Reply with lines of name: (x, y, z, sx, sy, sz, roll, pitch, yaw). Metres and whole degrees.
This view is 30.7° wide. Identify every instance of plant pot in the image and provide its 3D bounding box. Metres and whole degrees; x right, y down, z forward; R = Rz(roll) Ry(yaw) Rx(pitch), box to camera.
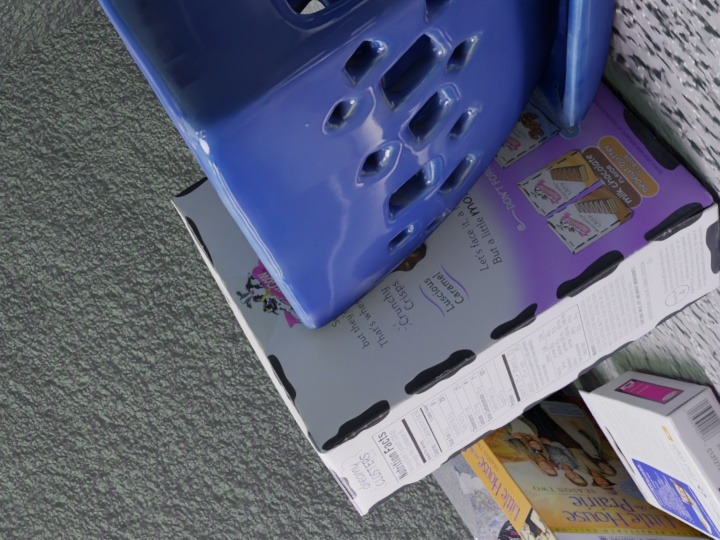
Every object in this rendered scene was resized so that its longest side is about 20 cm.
plant pot: (-0.011, -0.125, 0.510, 0.201, 0.179, 0.200, 57, 176, 21)

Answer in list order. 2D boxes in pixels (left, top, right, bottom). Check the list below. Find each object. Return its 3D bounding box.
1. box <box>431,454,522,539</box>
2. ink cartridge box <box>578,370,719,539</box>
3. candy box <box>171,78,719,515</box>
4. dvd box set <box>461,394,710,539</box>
box: (0.128, 0.154, 1.188, 0.132, 0.115, 0.200, 37, -169, -43)
ink cartridge box: (0.194, 0.113, 0.812, 0.095, 0.037, 0.200, 58, 174, -2)
candy box: (0.036, -0.014, 0.612, 0.168, 0.199, 0.072, 56, 176, 36)
dvd box set: (0.156, 0.155, 0.990, 0.200, 0.145, 0.030, 54, 130, 55)
